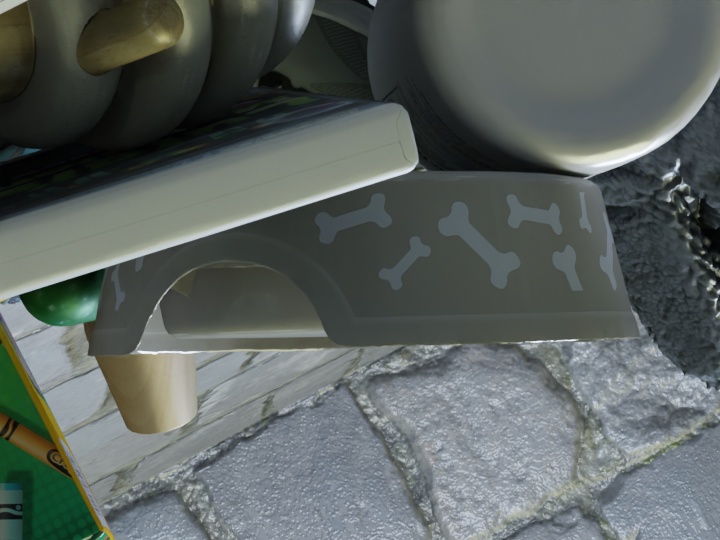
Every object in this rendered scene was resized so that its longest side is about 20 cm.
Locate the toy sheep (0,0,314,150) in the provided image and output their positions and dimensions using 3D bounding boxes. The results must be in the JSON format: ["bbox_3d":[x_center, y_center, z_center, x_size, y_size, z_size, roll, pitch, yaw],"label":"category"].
[{"bbox_3d":[-0.066,-0.103,0.628,0.200,0.138,0.138,-29,174,-38],"label":"toy sheep"}]

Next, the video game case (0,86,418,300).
[{"bbox_3d":[-0.100,-0.018,0.646,0.199,0.023,0.182,-18,-169,-13],"label":"video game case"}]

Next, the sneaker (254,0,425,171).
[{"bbox_3d":[0.004,-0.067,0.950,0.074,0.199,0.080,90,24,-59],"label":"sneaker"}]

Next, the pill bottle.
[{"bbox_3d":[0.062,-0.087,0.815,0.114,0.115,0.200,-28,-179,-7],"label":"pill bottle"}]

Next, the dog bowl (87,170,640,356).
[{"bbox_3d":[0.000,0.000,0.767,0.199,0.059,0.200,-1,177,0],"label":"dog bowl"}]

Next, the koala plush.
[{"bbox_3d":[0.205,-0.083,1.010,0.177,0.184,0.200,-25,-161,51],"label":"koala plush"}]

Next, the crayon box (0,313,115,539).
[{"bbox_3d":[-0.172,0.040,0.888,0.058,0.200,0.119,-28,172,-8],"label":"crayon box"}]

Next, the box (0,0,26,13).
[{"bbox_3d":[-0.079,-0.132,0.455,0.199,0.109,0.128,-28,172,-8],"label":"box"}]

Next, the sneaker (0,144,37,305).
[{"bbox_3d":[-0.159,-0.023,1.067,0.095,0.080,0.200,-20,164,3],"label":"sneaker"}]

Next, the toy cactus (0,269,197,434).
[{"bbox_3d":[-0.106,-0.012,0.856,0.102,0.166,0.200,-5,-159,14],"label":"toy cactus"}]
